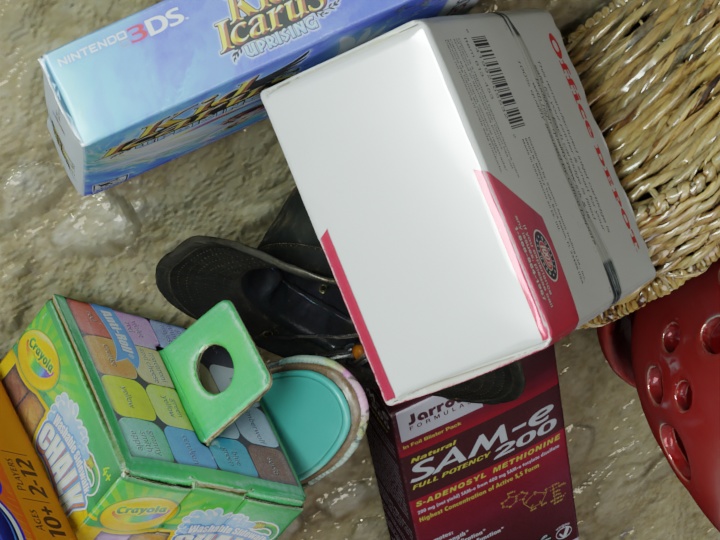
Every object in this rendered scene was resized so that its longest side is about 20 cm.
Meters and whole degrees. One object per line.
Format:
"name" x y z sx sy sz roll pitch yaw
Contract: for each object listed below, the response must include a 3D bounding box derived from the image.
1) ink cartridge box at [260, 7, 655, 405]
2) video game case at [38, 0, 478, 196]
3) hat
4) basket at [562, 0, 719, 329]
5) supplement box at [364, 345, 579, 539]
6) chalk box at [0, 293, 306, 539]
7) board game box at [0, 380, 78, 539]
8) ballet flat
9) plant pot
"ink cartridge box" 0.051 -0.036 0.965 0.084 0.145 0.200 -22 180 22
"video game case" -0.042 -0.099 0.946 0.199 0.046 0.181 -25 178 -8
"hat" 0.000 0.000 1.106 0.200 0.200 0.081 36 65 -47
"basket" 0.171 -0.051 1.138 0.200 0.143 0.149 -37 138 3
"supplement box" 0.066 0.109 1.280 0.108 0.061 0.200 -25 137 -11
"chalk box" -0.122 0.102 1.091 0.124 0.125 0.200 16 123 -42
"board game box" -0.273 0.153 0.994 0.199 0.200 0.200 15 118 -41
"ballet flat" -0.049 0.097 1.169 0.071 0.069 0.200 -15 161 -47
"plant pot" 0.249 0.041 1.243 0.200 0.183 0.201 -18 136 -18
